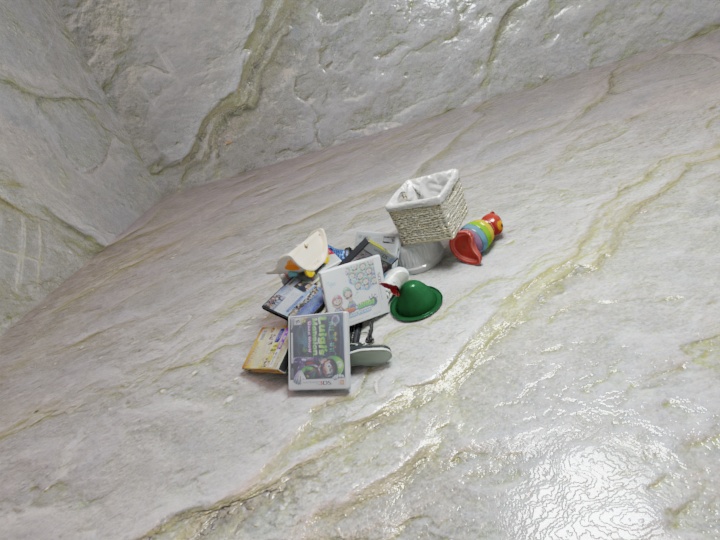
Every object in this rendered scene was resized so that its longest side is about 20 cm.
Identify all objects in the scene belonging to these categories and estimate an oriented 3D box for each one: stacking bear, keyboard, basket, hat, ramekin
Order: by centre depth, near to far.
[{"bbox_3d":[0.142,0.035,1.492,0.166,0.176,0.200,-20,28,3],"label":"hat"},{"bbox_3d":[-0.015,0.185,1.510,0.127,0.021,0.200,-14,29,15],"label":"keyboard"},{"bbox_3d":[0.223,-0.201,1.635,0.200,0.161,0.198,-7,31,35],"label":"basket"},{"bbox_3d":[0.394,-0.120,1.668,0.200,0.122,0.114,-36,20,-30],"label":"stacking bear"},{"bbox_3d":[0.182,-0.082,1.752,0.200,0.105,0.200,-17,28,9],"label":"ramekin"}]

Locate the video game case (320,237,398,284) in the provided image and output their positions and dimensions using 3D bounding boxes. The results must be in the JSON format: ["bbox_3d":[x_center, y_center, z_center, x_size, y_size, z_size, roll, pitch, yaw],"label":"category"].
[{"bbox_3d":[0.000,0.000,1.564,0.200,0.181,0.026,-45,57,13],"label":"video game case"}]

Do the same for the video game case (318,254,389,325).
[{"bbox_3d":[-0.016,0.066,1.494,0.200,0.182,0.024,-17,16,-25],"label":"video game case"}]

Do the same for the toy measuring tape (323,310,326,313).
[{"bbox_3d":[-0.092,0.175,1.522,0.074,0.074,0.200,-20,27,3],"label":"toy measuring tape"}]

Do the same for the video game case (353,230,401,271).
[{"bbox_3d":[0.048,-0.040,1.728,0.200,0.182,0.023,9,-2,44],"label":"video game case"}]

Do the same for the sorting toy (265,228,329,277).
[{"bbox_3d":[-0.215,-0.032,1.648,0.180,0.107,0.200,-15,19,35],"label":"sorting toy"}]

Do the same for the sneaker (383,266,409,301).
[{"bbox_3d":[0.077,0.066,1.602,0.200,0.077,0.081,-36,28,-7],"label":"sneaker"}]

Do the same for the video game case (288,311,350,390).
[{"bbox_3d":[-0.113,0.216,1.360,0.182,0.200,0.023,-8,-14,25],"label":"video game case"}]

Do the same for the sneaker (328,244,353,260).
[{"bbox_3d":[-0.081,-0.061,1.829,0.111,0.200,0.077,-8,65,22],"label":"sneaker"}]

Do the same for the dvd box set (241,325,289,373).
[{"bbox_3d":[-0.259,0.231,1.495,0.200,0.029,0.146,-11,47,46],"label":"dvd box set"}]

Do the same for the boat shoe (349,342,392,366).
[{"bbox_3d":[-0.008,0.222,1.376,0.200,0.076,0.060,-11,39,19],"label":"boat shoe"}]

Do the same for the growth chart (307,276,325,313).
[{"bbox_3d":[-0.131,0.091,1.632,0.200,0.145,0.018,-30,16,-12],"label":"growth chart"}]

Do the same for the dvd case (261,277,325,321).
[{"bbox_3d":[-0.188,0.092,1.521,0.200,0.018,0.143,17,53,42],"label":"dvd case"}]

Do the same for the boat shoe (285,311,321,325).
[{"bbox_3d":[-0.177,0.145,1.565,0.200,0.072,0.062,-45,10,37],"label":"boat shoe"}]

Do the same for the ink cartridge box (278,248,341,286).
[{"bbox_3d":[-0.149,0.045,1.715,0.200,0.145,0.145,-27,28,-10],"label":"ink cartridge box"}]
